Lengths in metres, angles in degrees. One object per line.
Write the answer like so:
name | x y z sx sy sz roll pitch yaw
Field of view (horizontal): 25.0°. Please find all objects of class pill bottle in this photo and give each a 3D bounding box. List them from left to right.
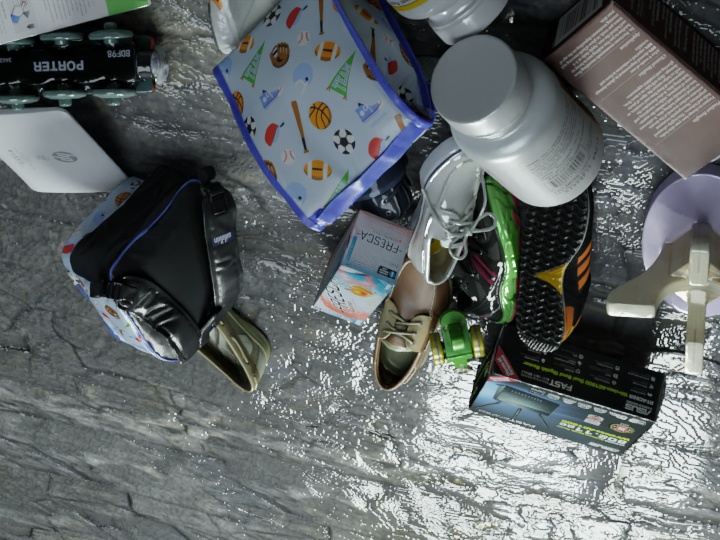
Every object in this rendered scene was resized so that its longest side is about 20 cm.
pill bottle | 0.047 -0.307 1.494 0.112 0.113 0.200 -28 121 34
pill bottle | 0.150 -0.146 1.563 0.114 0.115 0.200 -13 156 26

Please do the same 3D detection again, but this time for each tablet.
tablet | -0.343 -0.130 1.779 0.129 0.014 0.200 0 159 15

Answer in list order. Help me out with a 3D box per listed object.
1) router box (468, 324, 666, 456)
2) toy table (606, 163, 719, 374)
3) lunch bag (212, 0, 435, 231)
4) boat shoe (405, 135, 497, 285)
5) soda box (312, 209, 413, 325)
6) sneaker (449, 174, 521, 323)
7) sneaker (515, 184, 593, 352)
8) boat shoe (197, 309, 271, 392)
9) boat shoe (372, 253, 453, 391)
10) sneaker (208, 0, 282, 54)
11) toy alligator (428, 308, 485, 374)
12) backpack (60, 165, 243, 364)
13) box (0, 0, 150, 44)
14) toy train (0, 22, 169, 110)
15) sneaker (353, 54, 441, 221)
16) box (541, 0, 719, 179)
router box | 0.234 0.141 1.863 0.198 0.063 0.150 17 158 0
toy table | 0.354 0.003 1.698 0.182 0.118 0.201 -6 132 21
lunch bag | -0.025 -0.161 1.564 0.123 0.201 0.170 15 130 -47
boat shoe | 0.096 -0.052 1.685 0.074 0.086 0.203 -11 147 -25
soda box | 0.000 0.000 1.769 0.063 0.069 0.200 20 163 -4
sneaker | 0.133 -0.017 1.768 0.083 0.077 0.201 3 132 7
sneaker | 0.218 -0.016 1.757 0.069 0.090 0.202 16 111 24
boat shoe | -0.192 0.066 1.945 0.073 0.063 0.201 -28 120 34
boat shoe | 0.056 0.063 1.859 0.075 0.074 0.201 20 135 11
sneaker | -0.111 -0.302 1.580 0.091 0.076 0.201 -4 139 9
toy alligator | 0.109 0.078 1.853 0.059 0.055 0.200 -11 167 3
backpack | -0.228 0.001 1.813 0.153 0.200 0.191 22 148 43
box | -0.317 -0.303 1.591 0.198 0.036 0.145 -15 132 -9
toy train | -0.297 -0.213 1.684 0.198 0.114 0.086 -2 97 10
sneaker | 0.041 -0.133 1.676 0.201 0.077 0.147 -16 119 35
box | 0.283 -0.190 1.567 0.200 0.075 0.100 38 130 -17
